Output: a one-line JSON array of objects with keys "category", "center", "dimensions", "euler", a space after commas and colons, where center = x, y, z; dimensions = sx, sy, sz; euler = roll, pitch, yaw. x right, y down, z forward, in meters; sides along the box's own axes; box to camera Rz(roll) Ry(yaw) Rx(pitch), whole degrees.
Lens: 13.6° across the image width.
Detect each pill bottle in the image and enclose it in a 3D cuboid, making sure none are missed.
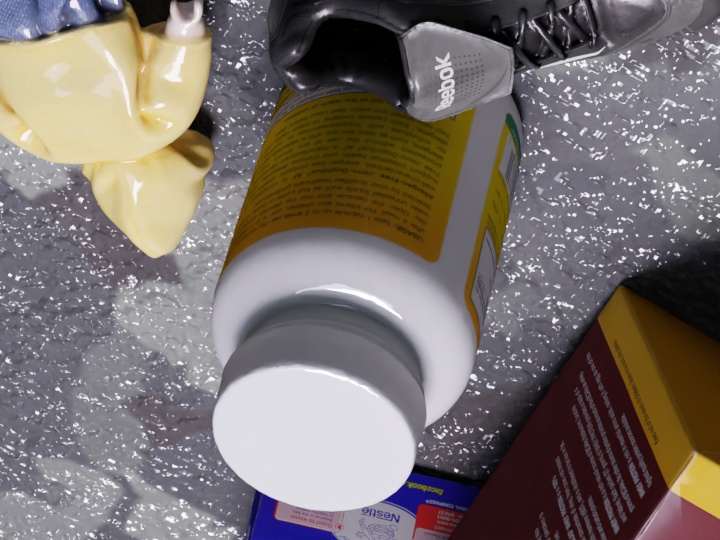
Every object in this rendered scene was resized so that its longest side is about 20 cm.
[{"category": "pill bottle", "center": [0.000, 0.000, 1.263], "dimensions": [0.112, 0.201, 0.113], "euler": [7, 135, 8]}]

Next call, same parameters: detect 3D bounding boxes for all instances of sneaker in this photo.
[{"category": "sneaker", "center": [0.051, -0.099, 1.232], "dimensions": [0.199, 0.091, 0.067], "euler": [1, 134, 14]}]

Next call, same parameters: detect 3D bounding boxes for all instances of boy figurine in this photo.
[{"category": "boy figurine", "center": [-0.114, -0.091, 1.303], "dimensions": [0.124, 0.065, 0.200], "euler": [-13, 129, 25]}]

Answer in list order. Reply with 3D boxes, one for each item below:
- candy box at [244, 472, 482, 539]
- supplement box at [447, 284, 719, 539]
[{"category": "candy box", "center": [0.015, 0.194, 1.532], "dimensions": [0.168, 0.077, 0.201], "euler": [13, 136, 1]}, {"category": "supplement box", "center": [0.128, 0.150, 1.329], "dimensions": [0.132, 0.197, 0.201], "euler": [30, 105, -14]}]
